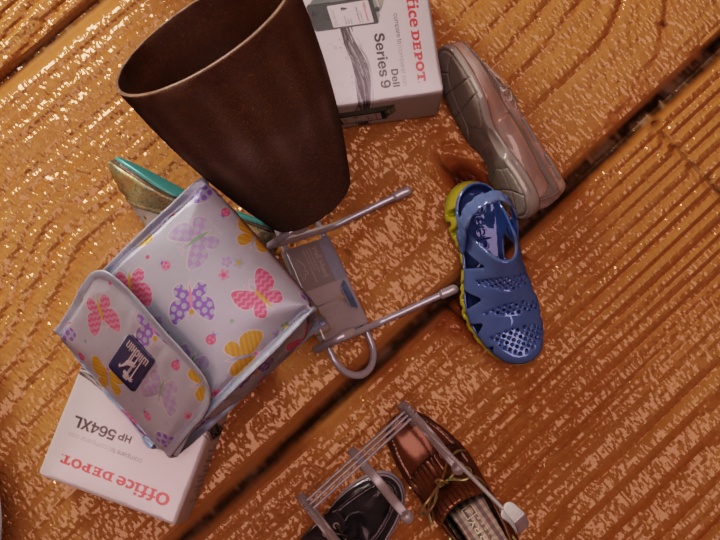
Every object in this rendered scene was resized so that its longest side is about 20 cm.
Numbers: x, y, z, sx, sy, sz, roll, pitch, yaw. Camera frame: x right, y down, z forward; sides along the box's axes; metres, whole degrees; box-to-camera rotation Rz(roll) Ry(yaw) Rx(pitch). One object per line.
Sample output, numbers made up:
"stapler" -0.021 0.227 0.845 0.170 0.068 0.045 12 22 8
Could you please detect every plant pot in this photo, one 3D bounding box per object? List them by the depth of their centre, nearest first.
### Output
"plant pot" -0.094 -0.140 0.980 0.186 0.187 0.201 -37 121 -6

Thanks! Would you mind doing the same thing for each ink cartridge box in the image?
"ink cartridge box" -0.208 0.133 1.048 0.144 0.084 0.202 19 80 1
"ink cartridge box" -0.020 -0.231 1.106 0.197 0.084 0.148 -8 82 -2

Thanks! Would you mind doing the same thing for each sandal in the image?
"sandal" 0.138 -0.001 1.073 0.079 0.087 0.202 -17 84 -11

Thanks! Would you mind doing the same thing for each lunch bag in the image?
"lunch bag" -0.157 0.049 0.961 0.200 0.127 0.170 -41 81 -2

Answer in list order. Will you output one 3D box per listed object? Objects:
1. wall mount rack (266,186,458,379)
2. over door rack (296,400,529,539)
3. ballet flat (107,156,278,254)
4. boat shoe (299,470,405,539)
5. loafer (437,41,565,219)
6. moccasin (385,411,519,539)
"wall mount rack" 0.000 0.000 1.080 0.173 0.074 0.202 -20 84 -43
"over door rack" 0.045 0.227 0.957 0.148 0.067 0.200 -41 39 -8
"ballet flat" -0.181 -0.052 1.090 0.198 0.071 0.071 23 82 2
"boat shoe" -0.032 0.278 1.038 0.200 0.066 0.070 -40 84 -6
"loafer" 0.148 -0.154 1.113 0.062 0.072 0.202 -26 89 -21
"moccasin" 0.094 0.227 1.041 0.073 0.078 0.203 -30 81 -2
